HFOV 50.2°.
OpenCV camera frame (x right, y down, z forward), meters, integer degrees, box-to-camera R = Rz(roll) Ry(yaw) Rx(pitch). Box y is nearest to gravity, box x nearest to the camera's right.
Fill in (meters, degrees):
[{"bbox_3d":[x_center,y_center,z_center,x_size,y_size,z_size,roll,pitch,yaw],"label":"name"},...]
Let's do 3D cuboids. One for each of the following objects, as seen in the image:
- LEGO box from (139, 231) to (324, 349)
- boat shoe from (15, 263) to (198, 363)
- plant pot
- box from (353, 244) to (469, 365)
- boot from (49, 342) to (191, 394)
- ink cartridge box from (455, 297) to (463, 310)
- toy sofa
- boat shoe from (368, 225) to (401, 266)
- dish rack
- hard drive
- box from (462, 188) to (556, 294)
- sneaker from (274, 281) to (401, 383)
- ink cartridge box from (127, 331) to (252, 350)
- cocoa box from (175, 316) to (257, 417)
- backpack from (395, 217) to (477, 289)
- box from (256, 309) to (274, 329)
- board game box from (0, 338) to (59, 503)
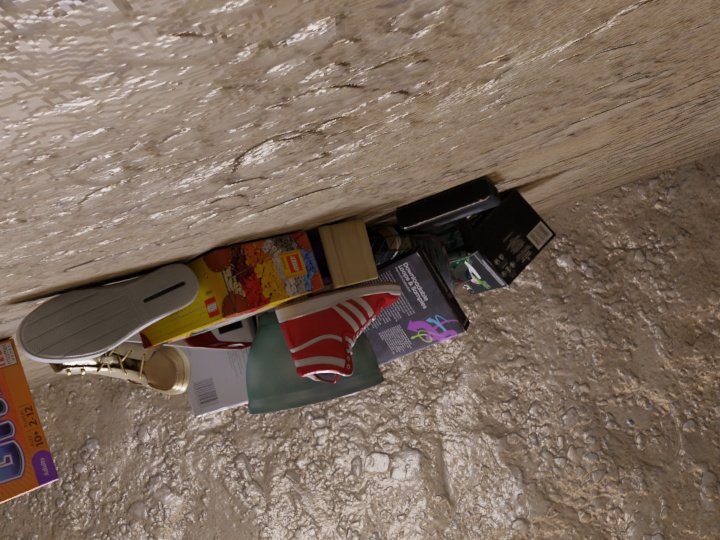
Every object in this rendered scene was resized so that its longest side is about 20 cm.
[{"bbox_3d":[-0.171,0.026,0.962,0.199,0.078,0.148,-21,176,42],"label":"LEGO box"},{"bbox_3d":[-0.267,0.049,0.823,0.199,0.073,0.062,-21,177,-36],"label":"boat shoe"},{"bbox_3d":[-0.076,0.115,1.103,0.198,0.135,0.200,-13,176,-1],"label":"plant pot"},{"bbox_3d":[0.048,0.062,1.168,0.199,0.144,0.036,-25,-167,33],"label":"box"},{"bbox_3d":[-0.357,0.131,1.124,0.199,0.073,0.155,17,-177,40],"label":"boot"},{"bbox_3d":[0.073,0.079,1.309,0.160,0.051,0.200,-11,171,24],"label":"ink cartridge box"},{"bbox_3d":[-0.059,-0.006,1.069,0.097,0.084,0.200,-12,175,-20],"label":"toy sofa"},{"bbox_3d":[0.000,0.000,1.293,0.062,0.075,0.200,-24,160,-39],"label":"boat shoe"},{"bbox_3d":[0.044,0.015,1.197,0.198,0.154,0.055,-3,-152,26],"label":"dish rack"},{"bbox_3d":[0.139,-0.096,1.164,0.139,0.033,0.200,-19,178,14],"label":"hard drive"},{"bbox_3d":[0.259,-0.051,1.511,0.148,0.124,0.200,-44,-176,-13],"label":"box"},{"bbox_3d":[-0.016,0.080,1.003,0.199,0.113,0.071,-12,175,-40],"label":"sneaker"},{"bbox_3d":[-0.256,0.082,1.118,0.198,0.051,0.162,2,178,3],"label":"ink cartridge box"},{"bbox_3d":[-0.231,0.128,1.308,0.132,0.202,0.131,-17,178,2],"label":"cocoa box"},{"bbox_3d":[0.096,-0.017,1.386,0.198,0.152,0.177,-13,178,-14],"label":"backpack"},{"bbox_3d":[-0.095,0.112,1.327,0.130,0.202,0.199,-12,159,3],"label":"box"},{"bbox_3d":[-0.560,0.230,1.034,0.199,0.201,0.199,-18,177,-41],"label":"board game box"}]
